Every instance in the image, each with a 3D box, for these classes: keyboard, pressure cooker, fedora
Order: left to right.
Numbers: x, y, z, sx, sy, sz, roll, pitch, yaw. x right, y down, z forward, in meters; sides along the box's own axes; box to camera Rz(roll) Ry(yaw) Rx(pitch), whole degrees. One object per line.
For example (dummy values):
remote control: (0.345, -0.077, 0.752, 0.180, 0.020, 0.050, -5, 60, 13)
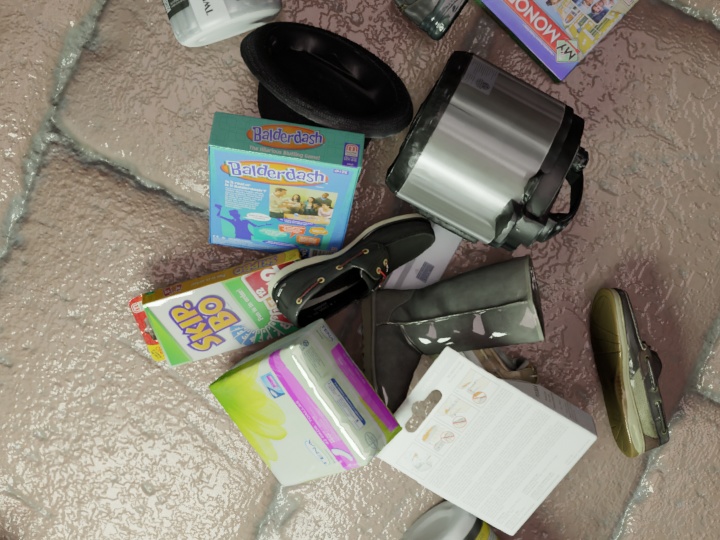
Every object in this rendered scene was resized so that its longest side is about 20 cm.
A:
fedora: (-0.045, -0.180, 1.116, 0.200, 0.201, 0.092, 22, 128, -5)
keyboard: (0.068, -0.002, 1.202, 0.056, 0.011, 0.200, 28, 95, -11)
pressure cooker: (0.145, -0.117, 1.103, 0.199, 0.179, 0.176, 27, 87, -2)

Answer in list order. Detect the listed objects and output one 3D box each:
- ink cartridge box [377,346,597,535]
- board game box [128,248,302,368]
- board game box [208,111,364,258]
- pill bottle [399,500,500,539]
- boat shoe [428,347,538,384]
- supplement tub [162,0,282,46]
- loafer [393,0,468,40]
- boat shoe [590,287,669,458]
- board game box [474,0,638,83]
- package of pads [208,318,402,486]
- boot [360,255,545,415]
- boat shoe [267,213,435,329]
ink cartridge box: (0.132, 0.181, 1.136, 0.200, 0.047, 0.160, 32, 112, -10)
board game box: (-0.153, 0.046, 1.169, 0.199, 0.030, 0.096, -15, 124, 1)
board game box: (-0.083, -0.083, 1.095, 0.151, 0.200, 0.045, 9, 62, -4)
pill bottle: (0.139, 0.373, 1.194, 0.114, 0.114, 0.200, -38, 97, 2)
boat shoe: (0.173, 0.132, 1.188, 0.200, 0.075, 0.068, 39, 99, -5)
supplement tub: (-0.168, -0.349, 1.092, 0.122, 0.123, 0.201, -20, 98, 0)
loafer: (0.111, -0.348, 1.105, 0.072, 0.073, 0.200, 34, 93, -1)
boat shoe: (0.314, 0.113, 1.201, 0.065, 0.073, 0.201, -12, 101, -12)
board game box: (0.199, -0.328, 1.160, 0.200, 0.029, 0.135, 43, 92, -7)
package of pads: (-0.061, 0.151, 1.126, 0.068, 0.200, 0.155, -40, 98, -37)
boot: (0.103, 0.082, 1.138, 0.199, 0.073, 0.183, -6, 79, 9)
boat shoe: (0.000, 0.002, 1.136, 0.201, 0.063, 0.074, -26, 142, -18)
